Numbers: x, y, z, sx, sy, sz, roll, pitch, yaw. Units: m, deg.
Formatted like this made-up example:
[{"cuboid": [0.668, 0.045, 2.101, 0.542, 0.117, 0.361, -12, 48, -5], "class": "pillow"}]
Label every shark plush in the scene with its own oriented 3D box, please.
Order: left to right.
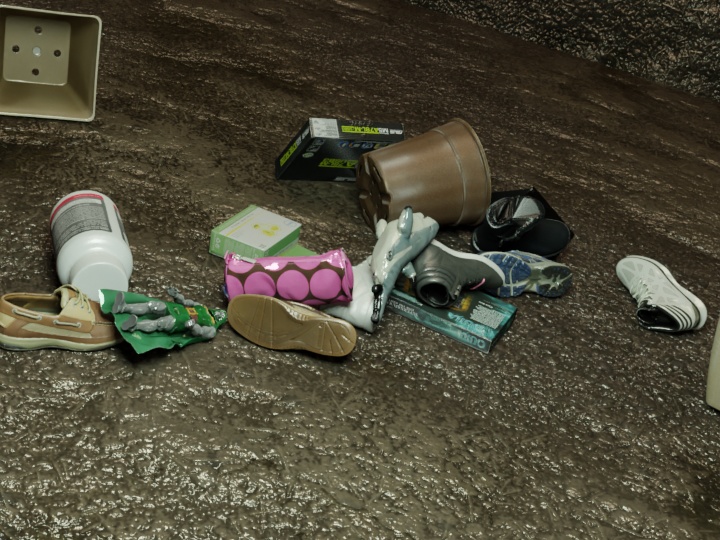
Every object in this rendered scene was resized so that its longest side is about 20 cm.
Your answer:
[{"cuboid": [0.063, -0.012, 1.722, 0.083, 0.090, 0.202, 34, 50, -22], "class": "shark plush"}]

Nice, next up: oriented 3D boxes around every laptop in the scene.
[{"cuboid": [0.295, -0.085, 2.206, 0.200, 0.116, 0.187, 48, 33, 2], "class": "laptop"}]

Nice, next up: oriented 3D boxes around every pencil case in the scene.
[{"cuboid": [-0.109, 0.008, 1.693, 0.196, 0.095, 0.091, -4, 32, 0], "class": "pencil case"}]

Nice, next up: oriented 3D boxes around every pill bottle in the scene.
[{"cuboid": [-0.394, -0.026, 1.645, 0.109, 0.112, 0.201, 2, 29, -22], "class": "pill bottle"}]

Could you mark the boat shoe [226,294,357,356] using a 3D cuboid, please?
[{"cuboid": [-0.098, 0.080, 1.654, 0.196, 0.073, 0.072, 11, 3, 7], "class": "boat shoe"}]

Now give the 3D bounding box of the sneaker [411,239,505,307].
[{"cuboid": [0.157, 0.022, 1.821, 0.198, 0.071, 0.101, 20, 52, -31], "class": "sneaker"}]

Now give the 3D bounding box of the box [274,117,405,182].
[{"cuboid": [-0.041, -0.226, 2.130, 0.197, 0.193, 0.048, 0, 68, -26], "class": "box"}]

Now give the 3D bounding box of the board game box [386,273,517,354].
[{"cuboid": [0.145, 0.060, 1.837, 0.198, 0.029, 0.135, 24, 31, 18], "class": "board game box"}]

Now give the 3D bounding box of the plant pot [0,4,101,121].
[{"cuboid": [-0.627, -0.416, 2.197, 0.196, 0.204, 0.177, 2, 17, -23], "class": "plant pot"}]

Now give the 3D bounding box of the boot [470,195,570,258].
[{"cuboid": [0.305, -0.077, 2.011, 0.196, 0.078, 0.168, -2, -15, -10], "class": "boot"}]

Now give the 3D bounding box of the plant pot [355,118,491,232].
[{"cuboid": [0.108, -0.160, 2.050, 0.195, 0.203, 0.201, -14, 36, -21], "class": "plant pot"}]

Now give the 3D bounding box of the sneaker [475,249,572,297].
[{"cuboid": [0.272, 0.002, 1.980, 0.197, 0.078, 0.085, 11, 16, -24], "class": "sneaker"}]

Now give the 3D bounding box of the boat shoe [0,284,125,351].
[{"cuboid": [-0.397, 0.062, 1.519, 0.197, 0.075, 0.076, -3, 32, -30], "class": "boat shoe"}]

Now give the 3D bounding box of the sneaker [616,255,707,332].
[{"cuboid": [0.515, 0.040, 2.005, 0.114, 0.077, 0.200, -8, 37, -40], "class": "sneaker"}]

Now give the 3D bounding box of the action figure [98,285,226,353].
[{"cuboid": [-0.260, 0.066, 1.570, 0.199, 0.055, 0.119, 6, 43, -55], "class": "action figure"}]

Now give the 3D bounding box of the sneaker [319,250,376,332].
[{"cuboid": [0.000, 0.000, 1.787, 0.114, 0.074, 0.201, 17, 48, 10], "class": "sneaker"}]

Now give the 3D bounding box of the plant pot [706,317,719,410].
[{"cuboid": [0.649, 0.141, 1.751, 0.198, 0.180, 0.199, 25, 29, 20], "class": "plant pot"}]

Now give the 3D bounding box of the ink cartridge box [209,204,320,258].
[{"cuboid": [-0.133, -0.037, 1.866, 0.197, 0.049, 0.145, 21, 27, 17], "class": "ink cartridge box"}]
